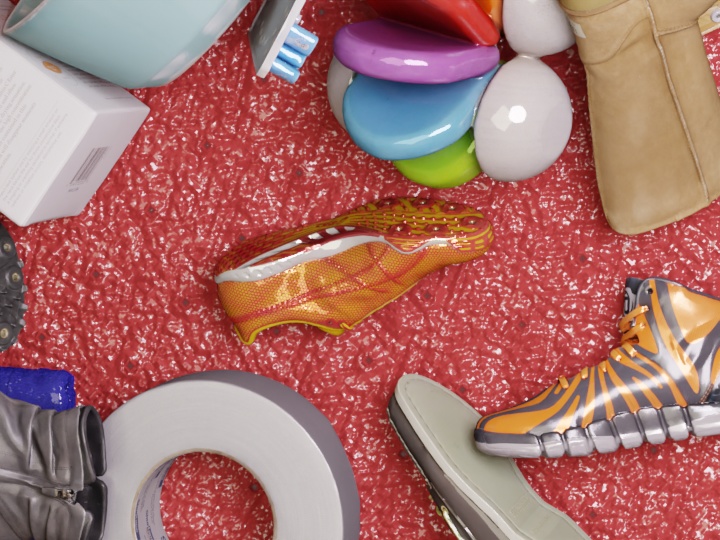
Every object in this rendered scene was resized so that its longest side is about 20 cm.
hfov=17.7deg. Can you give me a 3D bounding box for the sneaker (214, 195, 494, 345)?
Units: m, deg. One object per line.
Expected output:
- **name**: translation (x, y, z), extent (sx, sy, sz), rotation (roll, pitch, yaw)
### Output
- **sneaker**: translation (0.000, 0.000, 1.592), extent (0.199, 0.073, 0.078), rotation (-13, 114, 16)

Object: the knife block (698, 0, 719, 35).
- **knife block**: translation (0.170, -0.264, 1.535), extent (0.064, 0.200, 0.176), rotation (-24, 45, 14)

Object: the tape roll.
- **tape roll**: translation (-0.102, 0.172, 1.620), extent (0.199, 0.066, 0.202), rotation (1, 96, 11)

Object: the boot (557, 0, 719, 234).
- **boot**: translation (0.217, -0.137, 1.486), extent (0.174, 0.066, 0.201), rotation (-21, 130, 1)

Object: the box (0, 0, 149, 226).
- **box**: translation (-0.265, -0.131, 1.597), extent (0.200, 0.124, 0.098), rotation (37, 101, 7)

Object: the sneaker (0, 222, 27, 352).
- **sneaker**: translation (-0.305, -0.029, 1.652), extent (0.072, 0.072, 0.201), rotation (-23, 99, 50)

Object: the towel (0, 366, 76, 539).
- **towel**: translation (-0.298, 0.136, 1.670), extent (0.198, 0.050, 0.149), rotation (3, 99, 13)

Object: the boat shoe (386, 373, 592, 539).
- **boat shoe**: translation (0.082, 0.160, 1.577), extent (0.201, 0.072, 0.061), rotation (48, 125, 12)

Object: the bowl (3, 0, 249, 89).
- **bowl**: translation (-0.135, -0.200, 1.546), extent (0.105, 0.201, 0.201), rotation (41, 102, -15)

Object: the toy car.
- **toy car**: translation (0.047, -0.153, 1.497), extent (0.174, 0.150, 0.202), rotation (19, 103, 33)

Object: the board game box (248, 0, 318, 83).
- **board game box**: translation (-0.014, -0.225, 1.503), extent (0.026, 0.200, 0.201), rotation (27, 100, -10)

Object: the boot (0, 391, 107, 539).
- **boot**: translation (-0.239, 0.098, 1.587), extent (0.131, 0.070, 0.202), rotation (-3, 107, 21)

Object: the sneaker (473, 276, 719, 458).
- **sneaker**: translation (0.169, 0.064, 1.554), extent (0.198, 0.078, 0.113), rotation (-9, 88, -1)
